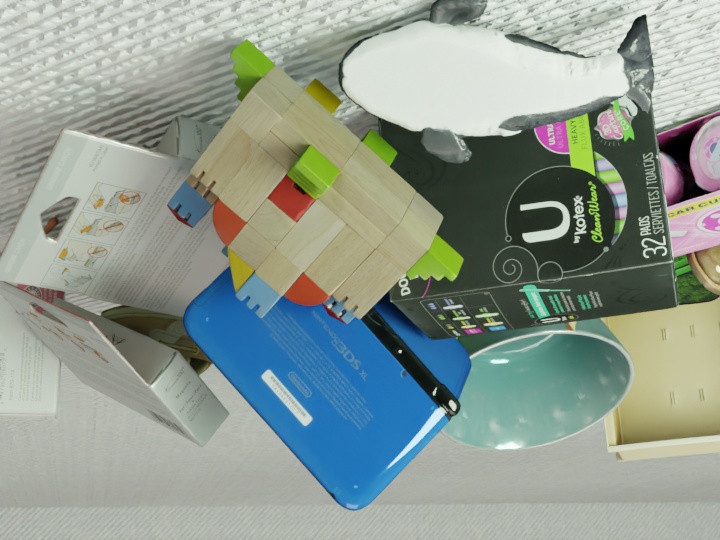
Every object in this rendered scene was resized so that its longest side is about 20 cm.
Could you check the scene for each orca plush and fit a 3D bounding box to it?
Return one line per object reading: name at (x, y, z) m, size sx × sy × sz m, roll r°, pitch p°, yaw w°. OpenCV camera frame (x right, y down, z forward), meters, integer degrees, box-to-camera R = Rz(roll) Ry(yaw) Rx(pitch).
orca plush at (0.087, -0.138, 0.705) m, size 0.196 × 0.071 × 0.107 m, roll -13°, pitch 114°, yaw 11°

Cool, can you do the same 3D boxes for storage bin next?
storage bin at (0.347, 0.086, 1.116) m, size 0.196 × 0.203 × 0.094 m, roll -9°, pitch 158°, yaw 17°

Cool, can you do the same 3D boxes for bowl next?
bowl at (0.157, 0.079, 1.060) m, size 0.196 × 0.106 × 0.203 m, roll -5°, pitch 140°, yaw -4°

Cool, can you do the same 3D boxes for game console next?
game console at (-0.018, 0.056, 0.858) m, size 0.170 × 0.200 × 0.118 m, roll -43°, pitch -179°, yaw -10°

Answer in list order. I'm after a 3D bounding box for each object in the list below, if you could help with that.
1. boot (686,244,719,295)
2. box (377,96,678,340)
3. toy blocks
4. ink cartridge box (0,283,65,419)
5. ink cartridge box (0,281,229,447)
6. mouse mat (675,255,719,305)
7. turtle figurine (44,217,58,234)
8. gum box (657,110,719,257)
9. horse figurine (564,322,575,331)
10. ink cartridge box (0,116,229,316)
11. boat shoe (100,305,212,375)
boot at (0.371, -0.032, 0.965) m, size 0.197 × 0.075 × 0.076 m, roll -14°, pitch 160°, yaw -32°
box at (0.124, -0.044, 0.801) m, size 0.196 × 0.152 × 0.124 m, roll -8°, pitch 161°, yaw 17°
toy blocks at (-0.045, -0.032, 0.731) m, size 0.199 × 0.100 × 0.137 m, roll 41°, pitch 121°, yaw -7°
ink cartridge box at (-0.390, 0.067, 1.052) m, size 0.196 × 0.150 × 0.083 m, roll 4°, pitch 168°, yaw -15°
ink cartridge box at (-0.227, 0.062, 0.949) m, size 0.198 × 0.044 × 0.175 m, roll 17°, pitch 148°, yaw 43°
mouse mat at (0.247, -0.009, 1.049) m, size 0.196 × 0.008 × 0.162 m, roll -9°, pitch 139°, yaw 16°
turtle figurine at (-0.193, -0.003, 1.005) m, size 0.196 × 0.066 × 0.161 m, roll -10°, pitch 159°, yaw 20°
gum box at (0.302, -0.077, 0.852) m, size 0.198 × 0.068 × 0.112 m, roll -19°, pitch 156°, yaw 39°
horse figurine at (0.118, -0.029, 0.918) m, size 0.196 × 0.135 × 0.050 m, roll 14°, pitch 164°, yaw -7°
ink cartridge box at (-0.175, -0.043, 0.843) m, size 0.171 × 0.044 × 0.200 m, roll 13°, pitch 141°, yaw -28°
boat shoe at (-0.159, 0.069, 1.011) m, size 0.196 × 0.068 × 0.074 m, roll 2°, pitch 173°, yaw 24°
